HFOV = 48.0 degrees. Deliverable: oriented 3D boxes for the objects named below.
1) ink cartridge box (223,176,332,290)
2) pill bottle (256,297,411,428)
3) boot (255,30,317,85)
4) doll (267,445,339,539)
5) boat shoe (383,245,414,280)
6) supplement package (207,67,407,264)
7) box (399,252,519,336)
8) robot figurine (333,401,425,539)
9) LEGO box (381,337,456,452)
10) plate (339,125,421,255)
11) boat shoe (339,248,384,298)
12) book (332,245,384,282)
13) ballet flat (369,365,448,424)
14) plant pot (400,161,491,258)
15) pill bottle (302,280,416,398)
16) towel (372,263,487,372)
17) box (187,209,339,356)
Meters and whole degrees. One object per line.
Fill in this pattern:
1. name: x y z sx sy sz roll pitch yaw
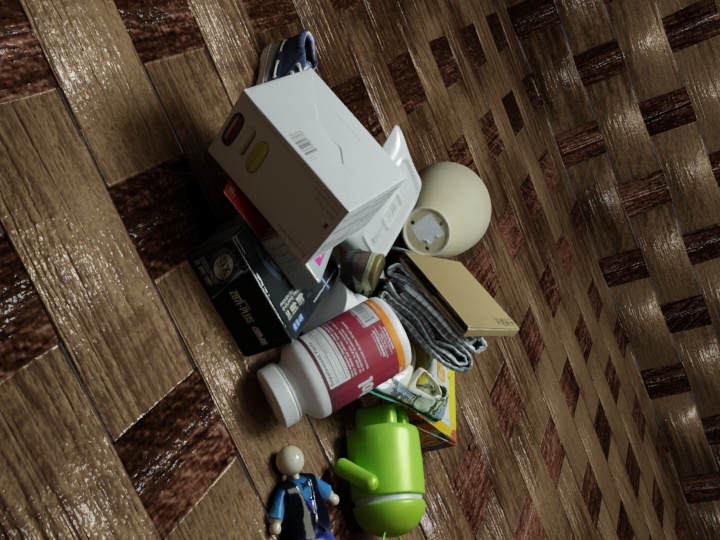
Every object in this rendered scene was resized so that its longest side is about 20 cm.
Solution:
1. ink cartridge box: -0.094 -0.103 1.119 0.175 0.043 0.202 55 32 -28
2. pill bottle: -0.037 0.129 1.110 0.197 0.113 0.115 -27 101 -18
3. boot: -0.119 -0.301 1.310 0.072 0.089 0.204 34 46 -49
4. doll: -0.068 0.335 1.092 0.135 0.048 0.204 -16 82 -53
5. boat shoe: 0.093 0.006 1.444 0.067 0.198 0.073 21 96 -54
6. supplement package: -0.068 -0.139 1.053 0.201 0.111 0.155 48 39 6
7. box: 0.162 0.040 1.300 0.164 0.021 0.198 51 22 26
8. robot figurine: 0.039 0.309 1.231 0.175 0.114 0.204 31 49 -58
9. LEGO box: 0.106 0.200 1.455 0.149 0.076 0.204 42 40 -44
10. plate: 0.040 -0.101 1.307 0.202 0.032 0.200 -60 159 -10
11. boat shoe: 0.000 0.001 1.264 0.201 0.065 0.073 99 15 -81
12. book: -0.029 -0.024 1.371 0.199 0.047 0.136 -20 93 -60
13. ballet flat: 0.067 0.173 1.233 0.199 0.073 0.076 32 48 -44
14. plant pot: 0.146 -0.099 1.556 0.191 0.184 0.200 68 22 -8
15. pill bottle: -0.005 0.108 1.262 0.200 0.115 0.118 46 38 -41
16. towel: 0.103 0.080 1.330 0.199 0.086 0.166 41 -1 -1
17. box: -0.127 -0.009 1.137 0.166 0.085 0.201 62 30 -18
